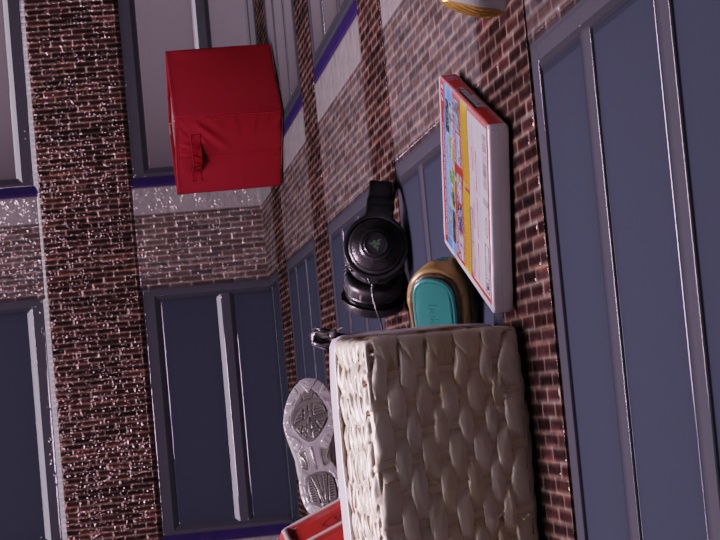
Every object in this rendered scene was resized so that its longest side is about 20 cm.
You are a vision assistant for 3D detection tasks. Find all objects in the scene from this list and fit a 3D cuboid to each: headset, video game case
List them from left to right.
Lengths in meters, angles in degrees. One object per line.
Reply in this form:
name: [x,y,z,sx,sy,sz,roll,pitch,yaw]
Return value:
headset: [0.000,0.000,1.988,0.124,0.093,0.201,93,180,-50]
video game case: [0.089,-0.064,1.545,0.200,0.017,0.145,-118,24,-72]

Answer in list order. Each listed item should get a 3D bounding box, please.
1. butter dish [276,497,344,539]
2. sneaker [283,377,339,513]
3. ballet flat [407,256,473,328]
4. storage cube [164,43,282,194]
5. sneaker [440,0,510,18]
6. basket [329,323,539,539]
butter dish: [0.019,0.282,1.820,0.149,0.198,0.200,62,174,-3]
sneaker: [-0.066,0.253,2.758,0.099,0.077,0.202,98,167,-74]
ballet flat: [0.075,0.083,1.651,0.063,0.068,0.202,-47,-38,-61]
storage cube: [-0.225,-0.248,3.256,0.172,0.178,0.201,93,169,-46]
sneaker: [0.081,-0.267,1.338,0.088,0.075,0.201,119,147,-47]
basket: [0.056,0.139,1.489,0.123,0.134,0.202,144,121,-79]
